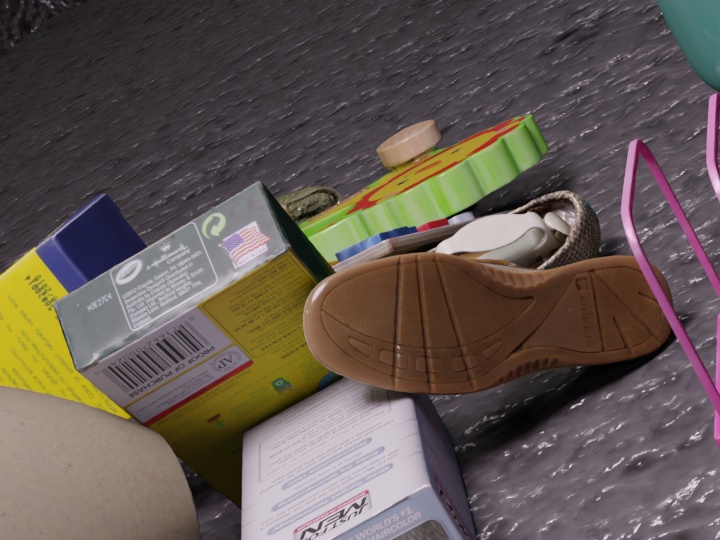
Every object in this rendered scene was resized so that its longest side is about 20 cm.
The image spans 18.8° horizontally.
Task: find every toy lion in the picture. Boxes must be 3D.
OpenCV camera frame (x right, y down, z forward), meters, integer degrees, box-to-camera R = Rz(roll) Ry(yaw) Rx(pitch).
[{"bbox_3d":[0.024,-0.044,1.452,0.199,0.069,0.192,-30,8,-13],"label":"toy lion"}]

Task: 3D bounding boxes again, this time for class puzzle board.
[{"bbox_3d":[0.000,0.000,1.363,0.150,0.017,0.200,-25,-5,27],"label":"puzzle board"}]

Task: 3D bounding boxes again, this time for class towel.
[{"bbox_3d":[-0.123,-0.015,1.669,0.199,0.037,0.148,-23,6,-33],"label":"towel"}]

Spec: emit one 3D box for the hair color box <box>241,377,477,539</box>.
[{"bbox_3d":[-0.003,0.114,1.075,0.099,0.061,0.200,-29,15,5],"label":"hair color box"}]

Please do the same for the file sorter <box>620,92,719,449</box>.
[{"bbox_3d":[0.229,-0.032,0.982,0.199,0.126,0.139,-25,17,19],"label":"file sorter"}]

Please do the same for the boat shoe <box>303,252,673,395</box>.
[{"bbox_3d":[0.059,0.027,1.125,0.199,0.073,0.072,-6,-4,-20],"label":"boat shoe"}]

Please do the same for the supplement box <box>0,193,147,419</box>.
[{"bbox_3d":[-0.201,0.065,1.273,0.200,0.109,0.110,-37,6,17],"label":"supplement box"}]

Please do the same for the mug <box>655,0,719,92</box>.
[{"bbox_3d":[0.281,-0.181,1.367,0.184,0.115,0.152,-15,21,43],"label":"mug"}]

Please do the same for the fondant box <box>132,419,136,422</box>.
[{"bbox_3d":[-0.177,0.073,1.529,0.199,0.058,0.144,-24,17,27],"label":"fondant box"}]

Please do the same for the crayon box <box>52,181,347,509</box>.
[{"bbox_3d":[-0.060,0.046,1.160,0.126,0.200,0.051,-30,55,6],"label":"crayon box"}]

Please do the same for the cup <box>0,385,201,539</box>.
[{"bbox_3d":[-0.163,0.144,1.097,0.142,0.202,0.200,-9,6,-26],"label":"cup"}]

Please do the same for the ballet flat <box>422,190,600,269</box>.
[{"bbox_3d":[0.048,0.008,1.273,0.199,0.068,0.075,-29,-26,0],"label":"ballet flat"}]
